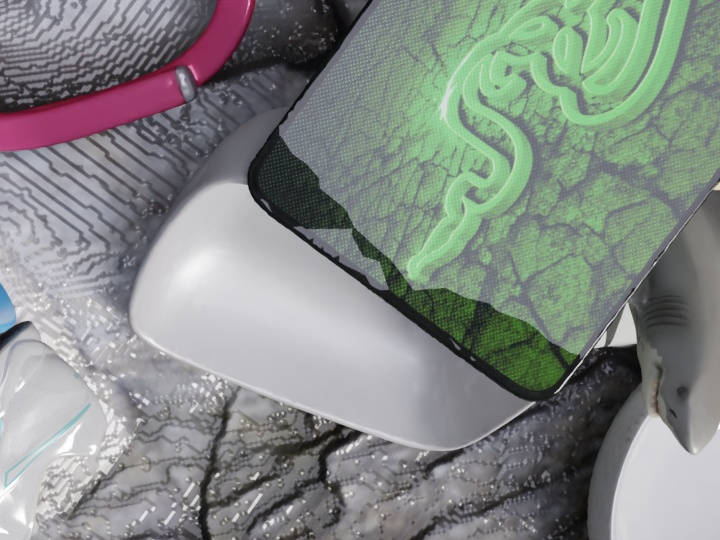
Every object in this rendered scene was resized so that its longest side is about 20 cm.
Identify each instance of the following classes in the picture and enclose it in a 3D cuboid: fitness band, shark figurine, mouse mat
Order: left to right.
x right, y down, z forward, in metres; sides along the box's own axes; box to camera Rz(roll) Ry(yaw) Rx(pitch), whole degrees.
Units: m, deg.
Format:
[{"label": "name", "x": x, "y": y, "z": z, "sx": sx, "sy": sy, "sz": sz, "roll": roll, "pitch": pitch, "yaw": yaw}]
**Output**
[{"label": "fitness band", "x": -0.148, "y": -0.135, "z": 0.781, "sx": 0.200, "sy": 0.037, "sz": 0.144, "roll": -16, "pitch": 104, "yaw": 5}, {"label": "mouse mat", "x": 0.070, "y": -0.066, "z": 0.665, "sx": 0.161, "sy": 0.008, "sz": 0.200, "roll": 36, "pitch": 94, "yaw": -3}, {"label": "shark figurine", "x": 0.137, "y": -0.040, "z": 0.727, "sx": 0.089, "sy": 0.128, "sz": 0.215, "roll": -21, "pitch": 94, "yaw": 22}]

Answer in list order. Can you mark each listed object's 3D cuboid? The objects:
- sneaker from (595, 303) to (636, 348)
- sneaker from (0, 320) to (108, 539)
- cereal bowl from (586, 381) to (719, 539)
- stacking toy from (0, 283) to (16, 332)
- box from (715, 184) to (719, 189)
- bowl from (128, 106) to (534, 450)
[{"label": "sneaker", "x": 0.112, "y": -0.042, "z": 0.805, "sx": 0.088, "sy": 0.074, "sz": 0.200, "roll": -19, "pitch": 117, "yaw": -4}, {"label": "sneaker", "x": -0.202, "y": 0.122, "z": 0.785, "sx": 0.080, "sy": 0.070, "sz": 0.200, "roll": 45, "pitch": 80, "yaw": -15}, {"label": "cereal bowl", "x": 0.211, "y": 0.128, "z": 0.889, "sx": 0.200, "sy": 0.083, "sz": 0.200, "roll": -1, "pitch": 92, "yaw": -16}, {"label": "stacking toy", "x": -0.263, "y": 0.060, "z": 0.758, "sx": 0.116, "sy": 0.110, "sz": 0.200, "roll": 36, "pitch": 94, "yaw": 2}, {"label": "box", "x": 0.159, "y": -0.079, "z": 0.854, "sx": 0.163, "sy": 0.021, "sz": 0.200, "roll": -41, "pitch": 117, "yaw": 6}, {"label": "bowl", "x": 0.000, "y": 0.000, "z": 0.781, "sx": 0.200, "sy": 0.200, "sz": 0.075, "roll": 21, "pitch": 59, "yaw": -12}]
